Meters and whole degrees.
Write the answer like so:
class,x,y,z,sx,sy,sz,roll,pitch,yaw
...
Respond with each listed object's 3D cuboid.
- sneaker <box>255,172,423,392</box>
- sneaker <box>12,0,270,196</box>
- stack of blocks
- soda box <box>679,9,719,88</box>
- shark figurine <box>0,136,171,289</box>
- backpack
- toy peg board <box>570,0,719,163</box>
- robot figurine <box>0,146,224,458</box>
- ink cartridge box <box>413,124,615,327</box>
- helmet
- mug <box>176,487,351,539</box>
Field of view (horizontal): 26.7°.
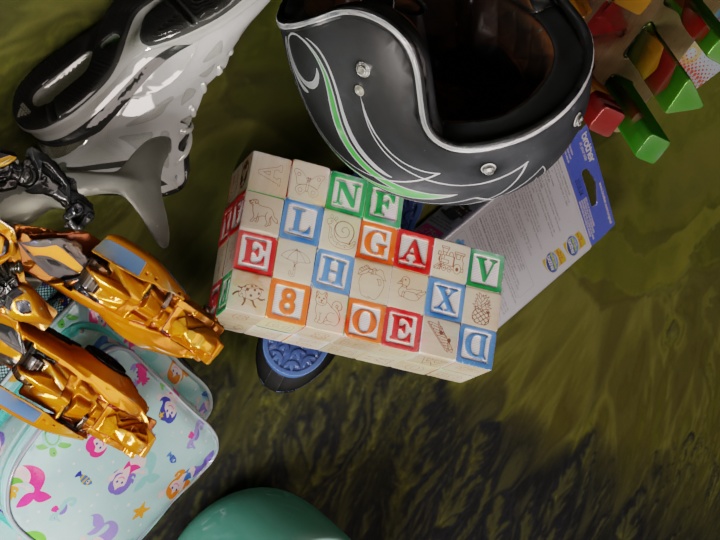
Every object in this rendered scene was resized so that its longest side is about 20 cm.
class,x,y,z,sx,sy,sz,roll,pitch,yaw
sneaker,-0.021,0.004,1.148,0.201,0.070,0.078,-56,180,-22
sneaker,-0.123,-0.126,1.001,0.200,0.076,0.116,-37,140,-7
stack of blocks,0.000,0.000,1.078,0.198,0.059,0.116,14,73,-17
soda box,0.234,-0.233,1.217,0.068,0.064,0.200,-36,133,5
shark figurine,-0.222,-0.039,0.913,0.213,0.090,0.128,-30,144,4
backpack,-0.206,0.111,1.001,0.200,0.150,0.178,-43,133,-6
toy peg board,0.194,-0.189,1.126,0.198,0.098,0.200,17,122,-32
robot figurine,-0.181,0.020,0.862,0.199,0.058,0.145,34,93,-30
ink cartridge box,0.120,-0.026,1.258,0.200,0.042,0.120,-38,130,-14
helmet,0.055,-0.139,1.028,0.200,0.200,0.191,-44,115,-12
mug,-0.082,0.263,1.193,0.151,0.114,0.186,-9,118,-36
